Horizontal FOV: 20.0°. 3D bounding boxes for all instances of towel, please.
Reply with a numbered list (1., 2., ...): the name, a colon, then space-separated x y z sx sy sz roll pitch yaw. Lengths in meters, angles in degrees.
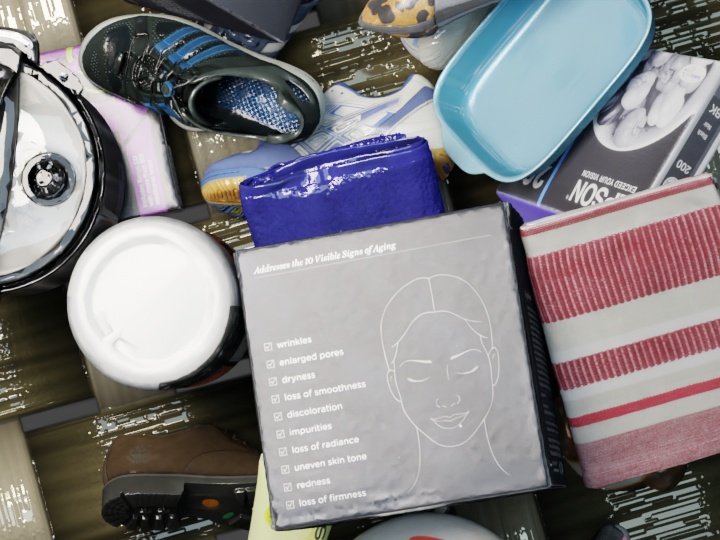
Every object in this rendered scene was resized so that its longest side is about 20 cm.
1. towel: 0.201 0.043 1.424 0.143 0.023 0.201 -16 106 2
2. towel: 0.000 0.000 1.555 0.147 0.050 0.201 -12 114 4

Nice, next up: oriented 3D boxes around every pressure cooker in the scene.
1. pressure cooker: -0.263 -0.071 1.480 0.178 0.200 0.176 -34 90 -1

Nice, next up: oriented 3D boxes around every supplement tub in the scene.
1. supplement tub: -0.140 0.026 1.507 0.122 0.200 0.123 0 87 3

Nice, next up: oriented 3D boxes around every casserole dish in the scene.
1. casserole dish: 0.141 -0.153 1.534 0.200 0.039 0.121 -49 59 14

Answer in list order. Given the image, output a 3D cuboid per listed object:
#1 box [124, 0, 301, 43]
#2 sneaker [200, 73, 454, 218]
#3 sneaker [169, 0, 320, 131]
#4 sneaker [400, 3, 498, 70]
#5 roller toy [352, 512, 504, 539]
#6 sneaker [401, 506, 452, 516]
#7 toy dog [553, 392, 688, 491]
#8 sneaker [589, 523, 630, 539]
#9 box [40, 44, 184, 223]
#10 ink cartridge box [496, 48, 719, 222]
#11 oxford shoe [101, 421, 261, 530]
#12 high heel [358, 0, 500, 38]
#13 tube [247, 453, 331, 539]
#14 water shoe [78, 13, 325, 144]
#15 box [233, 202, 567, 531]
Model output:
1. box: -0.124 -0.268 1.522 0.199 0.104 0.149 22 88 43
2. sneaker: -0.029 -0.097 1.589 0.199 0.075 0.089 -10 71 -3
3. sneaker: -0.084 -0.196 1.578 0.075 0.085 0.200 36 88 2
4. sneaker: 0.118 -0.226 1.591 0.199 0.072 0.073 -28 54 -9
5. roller toy: 0.056 0.272 1.484 0.183 0.140 0.200 -46 55 2
6. sneaker: 0.053 0.107 1.547 0.079 0.078 0.201 11 105 2
7. toy dog: 0.215 0.067 1.517 0.139 0.194 0.201 22 81 -11
8. sneaker: 0.127 0.265 1.567 0.095 0.079 0.200 38 87 13
9. box: -0.250 -0.096 1.598 0.199 0.036 0.144 -13 87 0
10. ink cartridge box: 0.179 -0.072 1.518 0.043 0.198 0.201 31 88 -25
11. oxford shoe: -0.098 0.151 1.567 0.199 0.073 0.085 7 50 -16
12. high heel: 0.045 -0.260 1.554 0.142 0.072 0.201 -19 48 -2
13. tube: -0.062 0.229 1.540 0.052 0.058 0.201 21 108 19
14. water shoe: -0.125 -0.144 1.528 0.199 0.079 0.072 14 106 11
15. box: 0.030 0.071 1.438 0.199 0.124 0.198 -10 83 10
